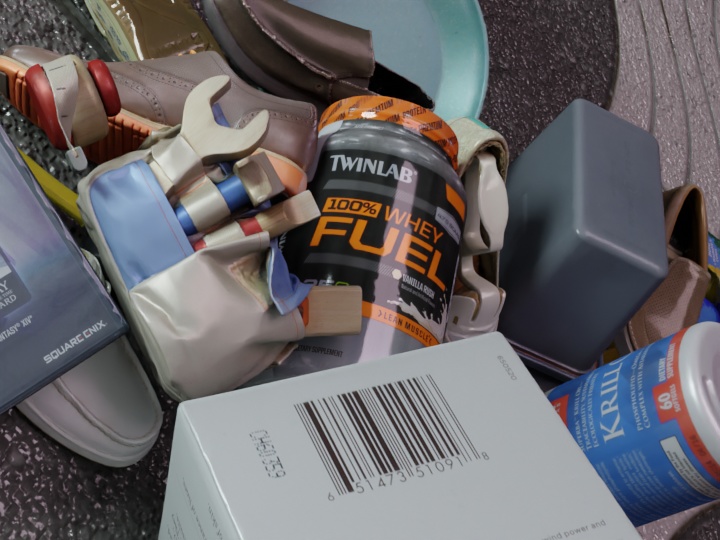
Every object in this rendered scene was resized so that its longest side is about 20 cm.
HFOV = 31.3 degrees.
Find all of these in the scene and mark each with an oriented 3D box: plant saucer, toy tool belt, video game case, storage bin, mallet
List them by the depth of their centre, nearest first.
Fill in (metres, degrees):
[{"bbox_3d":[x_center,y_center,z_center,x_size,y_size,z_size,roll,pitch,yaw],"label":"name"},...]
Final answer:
[{"bbox_3d":[-0.226,-0.017,0.632,0.142,0.019,0.201,-33,94,-20],"label":"video game case"},{"bbox_3d":[-0.084,-0.036,0.690,0.122,0.125,0.202,-25,96,-15],"label":"toy tool belt"},{"bbox_3d":[-0.199,-0.055,0.730,0.199,0.041,0.066,33,48,-23],"label":"mallet"},{"bbox_3d":[0.005,-0.156,0.952,0.198,0.036,0.203,-3,96,-29],"label":"plant saucer"},{"bbox_3d":[0.156,-0.032,0.991,0.144,0.135,0.201,24,43,-15],"label":"storage bin"}]

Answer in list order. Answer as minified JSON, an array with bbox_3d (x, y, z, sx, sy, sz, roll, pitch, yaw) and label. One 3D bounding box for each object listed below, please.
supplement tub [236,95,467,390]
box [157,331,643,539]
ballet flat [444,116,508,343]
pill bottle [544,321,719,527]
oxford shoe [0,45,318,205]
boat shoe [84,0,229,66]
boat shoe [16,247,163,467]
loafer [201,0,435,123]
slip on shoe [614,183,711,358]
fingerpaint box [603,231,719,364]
[{"bbox_3d":[0.000,0.000,0.809,0.122,0.122,0.202,28,61,-33],"label":"supplement tub"},{"bbox_3d":[0.021,0.160,0.656,0.197,0.132,0.201,-11,47,-25],"label":"box"},{"bbox_3d":[0.073,-0.005,0.897,0.067,0.062,0.203,-11,109,-31],"label":"ballet flat"},{"bbox_3d":[0.183,0.122,0.898,0.112,0.199,0.113,26,48,-34],"label":"pill bottle"},{"bbox_3d":[-0.121,-0.099,0.771,0.198,0.071,0.074,20,69,-10],"label":"oxford shoe"},{"bbox_3d":[-0.146,-0.172,0.847,0.073,0.063,0.202,-17,76,-24],"label":"boat shoe"},{"bbox_3d":[-0.167,0.017,0.687,0.201,0.069,0.071,52,38,-10],"label":"boat shoe"},{"bbox_3d":[-0.024,-0.147,0.865,0.199,0.071,0.074,34,31,-36],"label":"loafer"},{"bbox_3d":[0.250,0.014,1.035,0.076,0.060,0.201,36,46,-21],"label":"slip on shoe"},{"bbox_3d":[0.258,0.030,1.137,0.166,0.073,0.202,33,46,-29],"label":"fingerpaint box"}]
